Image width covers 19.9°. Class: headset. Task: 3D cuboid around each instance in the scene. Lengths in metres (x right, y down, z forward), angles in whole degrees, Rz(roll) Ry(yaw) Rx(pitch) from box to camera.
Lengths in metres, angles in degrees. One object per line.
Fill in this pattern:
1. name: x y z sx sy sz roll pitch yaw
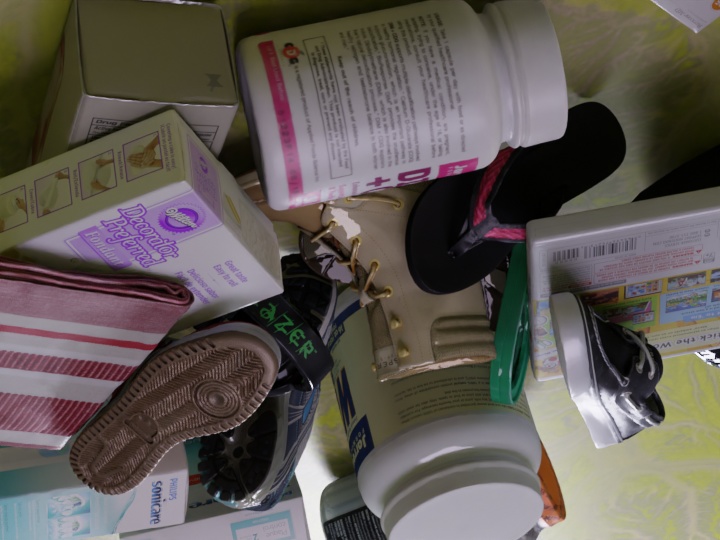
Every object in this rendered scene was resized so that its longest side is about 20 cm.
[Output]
1. headset: -0.075 0.019 1.425 0.094 0.200 0.124 -47 108 -13

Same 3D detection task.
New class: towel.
1. towel: -0.212 0.055 1.301 0.143 0.023 0.200 10 143 -31

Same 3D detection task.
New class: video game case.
1. video game case: 0.218 0.007 1.464 0.198 0.023 0.183 -11 145 -1

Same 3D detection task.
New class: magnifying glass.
1. magnifying glass: 0.119 -0.001 1.492 0.022 0.202 0.080 8 -170 14

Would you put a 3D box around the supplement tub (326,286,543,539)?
1. supplement tub: 0.057 0.109 1.584 0.144 0.201 0.145 -11 147 -7

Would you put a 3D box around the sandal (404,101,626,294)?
1. sandal: 0.111 -0.056 1.427 0.199 0.075 0.045 -36 -169 -20

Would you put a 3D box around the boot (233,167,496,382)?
1. boot: 0.000 0.000 1.435 0.198 0.157 0.073 -2 171 -24

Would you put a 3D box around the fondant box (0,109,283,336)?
1. fondant box: -0.168 -0.008 1.288 0.199 0.059 0.144 -21 145 14

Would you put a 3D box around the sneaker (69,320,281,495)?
1. sneaker: -0.112 0.066 1.376 0.071 0.113 0.200 45 129 -13

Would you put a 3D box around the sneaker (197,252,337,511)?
1. sneaker: -0.065 0.085 1.533 0.077 0.201 0.086 14 165 22

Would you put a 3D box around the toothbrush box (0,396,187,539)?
1. toothbrush box: -0.237 0.119 1.513 0.198 0.147 0.086 -9 147 -12

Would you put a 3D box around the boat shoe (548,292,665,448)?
1. boat shoe: 0.181 0.068 1.457 0.067 0.072 0.200 -15 147 10

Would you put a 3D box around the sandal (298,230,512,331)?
1. sandal: 0.046 -0.012 1.534 0.198 0.055 0.082 12 114 -14

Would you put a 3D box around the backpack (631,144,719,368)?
1. backpack: 0.295 -0.007 1.585 0.162 0.154 0.200 -30 125 11

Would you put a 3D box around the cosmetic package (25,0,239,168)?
1. cosmetic package: -0.154 -0.078 1.321 0.102 0.088 0.200 4 143 -21

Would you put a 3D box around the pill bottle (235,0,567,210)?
1. pill bottle: 0.026 -0.112 1.322 0.198 0.114 0.114 -12 147 -6

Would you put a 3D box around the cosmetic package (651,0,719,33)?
1. cosmetic package: 0.182 -0.224 1.281 0.082 0.051 0.199 -35 142 28

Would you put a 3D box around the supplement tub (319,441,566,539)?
1. supplement tub: 0.074 0.212 1.816 0.199 0.123 0.123 -23 147 11

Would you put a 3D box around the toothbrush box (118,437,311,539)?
1. toothbrush box: -0.120 0.197 1.638 0.145 0.200 0.086 -12 108 -4
